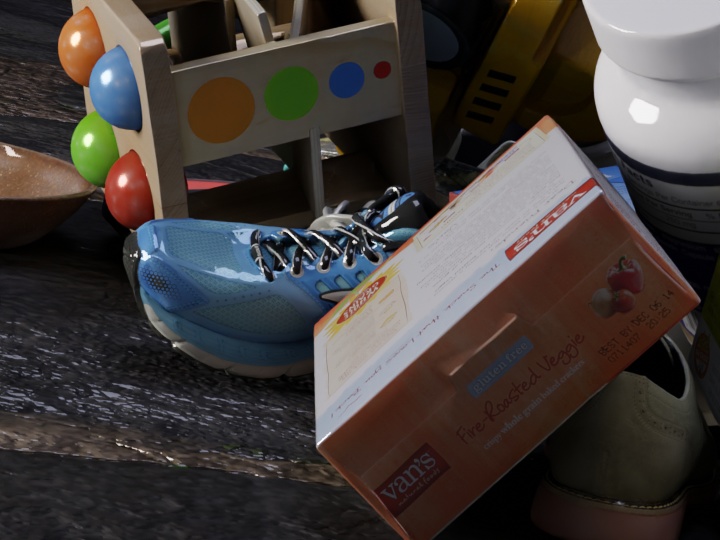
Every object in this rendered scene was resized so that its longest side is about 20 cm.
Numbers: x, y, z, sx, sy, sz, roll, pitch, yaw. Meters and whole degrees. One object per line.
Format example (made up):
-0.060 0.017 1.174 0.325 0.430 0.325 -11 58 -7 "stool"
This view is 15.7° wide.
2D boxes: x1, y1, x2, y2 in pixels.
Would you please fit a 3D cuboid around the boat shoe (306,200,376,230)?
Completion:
0.000 0.000 1.225 0.200 0.066 0.072 3 12 -32 "boat shoe"

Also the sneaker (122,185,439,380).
-0.004 -0.006 1.126 0.200 0.090 0.078 5 42 -21 "sneaker"

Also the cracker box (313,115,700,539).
0.048 0.017 0.986 0.058 0.134 0.200 47 7 -8 "cracker box"

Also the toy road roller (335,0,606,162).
0.080 -0.117 1.369 0.146 0.123 0.200 28 -27 0 "toy road roller"

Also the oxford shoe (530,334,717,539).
0.110 0.053 1.018 0.071 0.074 0.200 11 10 5 "oxford shoe"

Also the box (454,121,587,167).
0.165 -0.083 1.502 0.200 0.182 0.104 14 10 20 "box"

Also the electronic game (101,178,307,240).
-0.036 -0.020 1.369 0.200 0.042 0.200 9 11 -2 "electronic game"

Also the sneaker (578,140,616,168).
0.160 -0.048 1.372 0.200 0.074 0.080 -33 32 -10 "sneaker"

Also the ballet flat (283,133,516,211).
0.056 -0.048 1.465 0.200 0.072 0.072 21 14 18 "ballet flat"

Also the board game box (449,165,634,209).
0.153 -0.032 1.237 0.200 0.019 0.103 -10 19 -29 "board game box"

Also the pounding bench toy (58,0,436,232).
-0.075 -0.102 1.302 0.156 0.124 0.200 -14 29 -17 "pounding bench toy"

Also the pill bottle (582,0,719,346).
0.161 -0.055 1.061 0.116 0.200 0.116 -14 43 13 "pill bottle"

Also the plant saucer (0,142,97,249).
-0.235 -0.043 1.328 0.200 0.037 0.200 9 11 -2 "plant saucer"

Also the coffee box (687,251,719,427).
0.256 0.010 0.924 0.200 0.198 0.200 7 26 -13 "coffee box"

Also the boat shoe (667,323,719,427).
0.183 0.038 1.170 0.200 0.072 0.060 5 -4 26 "boat shoe"
